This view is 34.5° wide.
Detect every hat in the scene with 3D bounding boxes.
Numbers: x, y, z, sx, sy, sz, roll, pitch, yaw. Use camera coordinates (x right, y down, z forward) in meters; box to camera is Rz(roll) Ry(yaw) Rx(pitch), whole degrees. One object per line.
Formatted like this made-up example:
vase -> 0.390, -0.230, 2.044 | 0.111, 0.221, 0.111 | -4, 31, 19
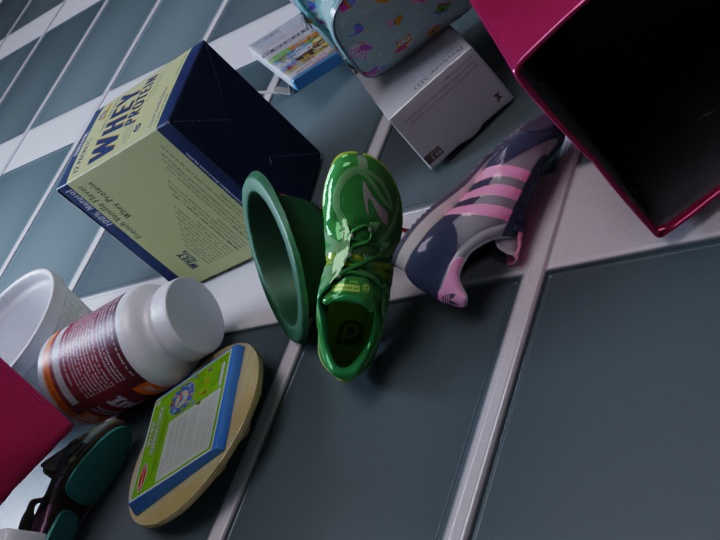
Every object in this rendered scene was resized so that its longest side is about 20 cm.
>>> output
hat -> -0.002, -0.027, 1.128 | 0.174, 0.167, 0.201 | -17, 46, -17

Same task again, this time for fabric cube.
fabric cube -> -0.444, 0.181, 1.192 | 0.200, 0.196, 0.200 | -51, 7, -25
fabric cube -> 0.217, -0.191, 0.872 | 0.196, 0.200, 0.200 | -39, 31, 16

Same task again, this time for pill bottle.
pill bottle -> -0.245, 0.084, 1.245 | 0.199, 0.113, 0.114 | -27, 37, 32

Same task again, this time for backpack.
backpack -> 0.007, -0.301, 1.121 | 0.175, 0.200, 0.154 | -33, 49, 14

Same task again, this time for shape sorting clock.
shape sorting clock -> -0.160, 0.159, 1.126 | 0.199, 0.039, 0.201 | -36, 29, 24

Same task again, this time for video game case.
video game case -> -0.056, -0.298, 1.489 | 0.142, 0.018, 0.200 | -33, 30, -6

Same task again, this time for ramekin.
ramekin -> -0.406, 0.108, 1.429 | 0.199, 0.105, 0.201 | -31, 35, 25

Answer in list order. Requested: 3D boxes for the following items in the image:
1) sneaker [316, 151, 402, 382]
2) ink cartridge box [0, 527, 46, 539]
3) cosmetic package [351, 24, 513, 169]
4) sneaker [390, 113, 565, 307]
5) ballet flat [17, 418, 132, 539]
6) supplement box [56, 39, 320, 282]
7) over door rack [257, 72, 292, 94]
sneaker -> 0.000, 0.000, 0.992 | 0.084, 0.073, 0.202 | -101, 13, -79
ink cartridge box -> -0.385, 0.343, 1.139 | 0.199, 0.050, 0.163 | -19, 59, 45
cosmetic package -> 0.065, -0.202, 1.205 | 0.113, 0.081, 0.200 | -42, 30, 6
sneaker -> 0.121, -0.049, 0.996 | 0.200, 0.070, 0.082 | -44, 71, -11
ballet flat -> -0.310, 0.238, 1.196 | 0.071, 0.069, 0.201 | 10, 64, 32
supplement box -> -0.191, -0.112, 1.310 | 0.199, 0.200, 0.135 | -23, 38, 37
over door rack -> -0.184, -0.175, 1.515 | 0.198, 0.067, 0.149 | -6, 50, 31
